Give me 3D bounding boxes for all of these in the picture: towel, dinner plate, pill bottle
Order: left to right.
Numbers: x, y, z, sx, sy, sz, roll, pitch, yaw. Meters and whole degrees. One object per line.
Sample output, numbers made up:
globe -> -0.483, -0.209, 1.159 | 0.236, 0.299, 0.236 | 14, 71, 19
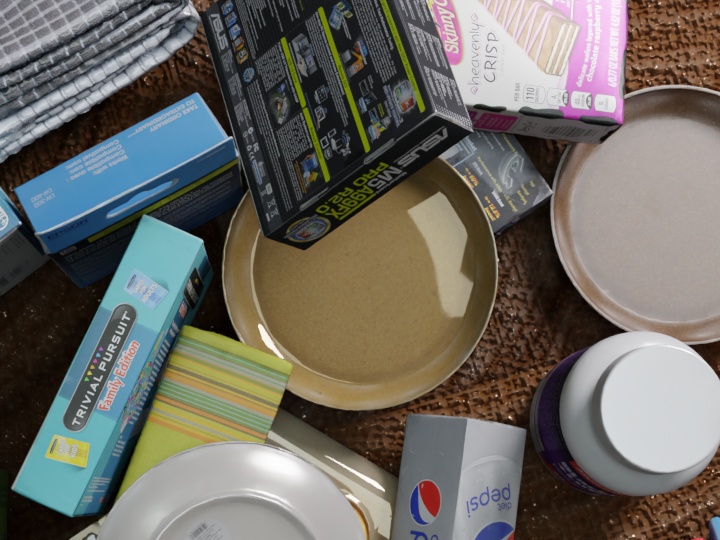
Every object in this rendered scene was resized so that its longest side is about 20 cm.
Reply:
towel -> -0.240, -0.199, 1.117 | 0.200, 0.086, 0.166 | -32, 65, -6
towel -> -0.121, 0.144, 1.079 | 0.086, 0.018, 0.200 | 21, 84, 4
dinner plate -> -0.088, 0.219, 1.056 | 0.200, 0.024, 0.200 | 0, 89, -13
pill bottle -> 0.186, 0.101, 1.058 | 0.111, 0.200, 0.111 | 0, 82, -3

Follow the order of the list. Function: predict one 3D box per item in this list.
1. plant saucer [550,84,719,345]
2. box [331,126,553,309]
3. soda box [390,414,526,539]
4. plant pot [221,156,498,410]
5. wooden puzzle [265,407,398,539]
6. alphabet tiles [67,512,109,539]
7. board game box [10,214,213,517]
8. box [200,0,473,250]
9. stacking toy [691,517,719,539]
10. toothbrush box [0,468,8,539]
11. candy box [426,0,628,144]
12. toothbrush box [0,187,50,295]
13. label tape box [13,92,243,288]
plant saucer -> 0.242, -0.042, 1.167 | 0.200, 0.032, 0.200 | 0, 82, -3
box -> 0.024, -0.093, 1.154 | 0.158, 0.050, 0.200 | -34, 85, -7
soda box -> 0.064, 0.206, 1.093 | 0.063, 0.068, 0.200 | 15, 79, -39
plant pot -> 0.000, 0.000, 1.101 | 0.200, 0.027, 0.200 | 0, 90, 8
wooden puzzle -> -0.078, 0.202, 1.102 | 0.185, 0.046, 0.200 | 31, 79, 1
alphabet tiles -> -0.152, 0.275, 1.113 | 0.166, 0.006, 0.200 | -34, 85, -7
board game box -> -0.168, 0.071, 1.069 | 0.047, 0.151, 0.200 | 24, 81, 1
box -> -0.022, -0.139, 1.053 | 0.160, 0.044, 0.200 | -34, 58, 28
stacking toy -> 0.184, 0.256, 1.096 | 0.200, 0.110, 0.116 | -11, 99, 7
toothbrush box -> -0.295, 0.234, 1.041 | 0.086, 0.146, 0.200 | -1, 83, -4
candy box -> 0.092, -0.174, 1.117 | 0.200, 0.061, 0.136 | 5, 79, -7
toothbrush box -> -0.320, -0.073, 1.085 | 0.085, 0.146, 0.200 | -39, 84, -8
label tape box -> -0.159, -0.060, 1.063 | 0.143, 0.200, 0.066 | -29, 82, -7
